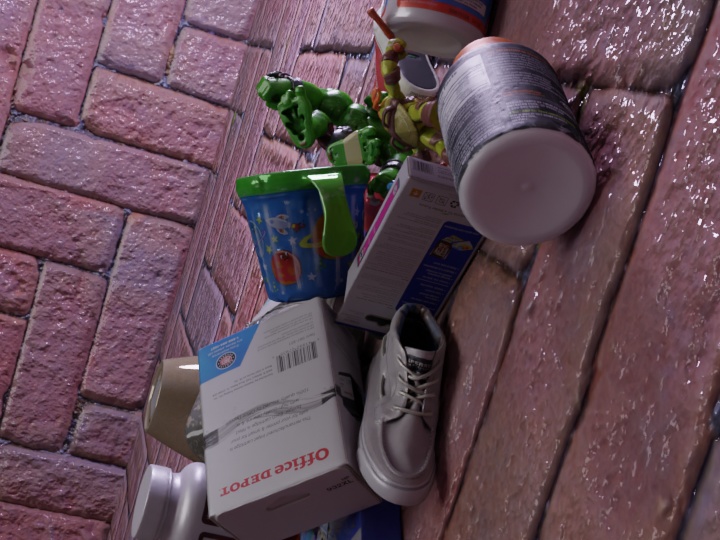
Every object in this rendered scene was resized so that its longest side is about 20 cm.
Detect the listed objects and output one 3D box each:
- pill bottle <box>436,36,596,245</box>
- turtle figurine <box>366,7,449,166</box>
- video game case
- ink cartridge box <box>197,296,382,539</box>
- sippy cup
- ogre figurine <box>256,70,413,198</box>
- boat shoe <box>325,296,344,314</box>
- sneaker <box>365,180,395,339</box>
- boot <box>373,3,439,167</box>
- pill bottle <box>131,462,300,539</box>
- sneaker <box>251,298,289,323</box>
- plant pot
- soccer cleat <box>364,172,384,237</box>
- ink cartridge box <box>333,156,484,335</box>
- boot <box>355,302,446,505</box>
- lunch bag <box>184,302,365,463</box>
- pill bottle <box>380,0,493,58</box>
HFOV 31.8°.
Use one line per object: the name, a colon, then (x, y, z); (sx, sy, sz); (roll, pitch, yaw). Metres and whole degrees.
pill bottle: (0.119, -0.116, 1.018); (0.200, 0.106, 0.106); (-96, 25, -55)
turtle figurine: (0.052, -0.159, 1.257); (0.161, 0.064, 0.200); (30, 140, 60)
video game case: (-0.014, 0.254, 1.268); (0.200, 0.045, 0.181); (-91, 23, -48)
ink cartridge box: (-0.071, 0.147, 1.216); (0.145, 0.084, 0.200); (-23, 47, 14)
sippy cup: (-0.053, -0.036, 1.284); (0.178, 0.139, 0.131); (-17, -78, -74)
ogre figurine: (-0.013, -0.152, 1.391); (0.120, 0.200, 0.098); (-21, -53, -60)
boat shoe: (0.000, 0.000, 1.431); (0.200, 0.065, 0.072); (-62, -7, -64)
sneaker: (0.035, -0.014, 1.278); (0.073, 0.082, 0.200); (-96, 24, -50)
boot: (0.030, -0.219, 1.518); (0.200, 0.072, 0.144); (-96, 27, -46)
pill bottle: (-0.154, 0.284, 1.451); (0.113, 0.200, 0.113); (-165, 90, -75)
sneaker: (-0.075, 0.024, 1.618); (0.200, 0.074, 0.082); (-45, 30, 17)
plant pot: (-0.165, 0.181, 1.596); (0.187, 0.200, 0.188); (-166, 90, -76)
soccer cleat: (0.021, -0.066, 1.430); (0.200, 0.067, 0.077); (-113, 21, -72)
ink cartridge box: (0.051, -0.015, 1.189); (0.037, 0.095, 0.200); (-93, 23, -47)
boot: (0.040, 0.112, 1.143); (0.200, 0.073, 0.096); (-95, 18, -56)
lunch bag: (-0.082, 0.132, 1.414); (0.168, 0.139, 0.200); (-33, 21, 31)
pill bottle: (0.094, -0.333, 1.317); (0.112, 0.112, 0.200); (167, 117, -74)
